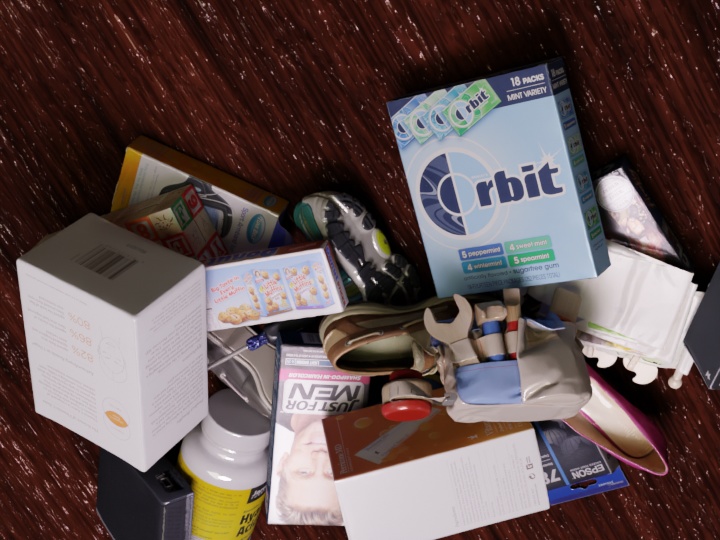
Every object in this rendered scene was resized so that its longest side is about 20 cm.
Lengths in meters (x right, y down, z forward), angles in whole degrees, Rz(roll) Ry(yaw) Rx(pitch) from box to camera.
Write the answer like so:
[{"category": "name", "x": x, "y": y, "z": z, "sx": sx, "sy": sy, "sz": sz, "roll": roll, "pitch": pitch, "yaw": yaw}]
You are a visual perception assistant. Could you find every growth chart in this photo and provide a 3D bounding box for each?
[{"category": "growth chart", "x": 0.246, "y": 0.030, "z": 1.218, "sx": 0.200, "sy": 0.018, "sz": 0.145, "roll": 26, "pitch": 123, "yaw": 3}]

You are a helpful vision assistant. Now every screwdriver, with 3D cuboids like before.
[{"category": "screwdriver", "x": -0.136, "y": 0.090, "z": 1.347, "sx": 0.200, "sy": 0.029, "sz": 0.028, "roll": -28, "pitch": 86, "yaw": -12}]

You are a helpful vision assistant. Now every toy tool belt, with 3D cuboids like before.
[{"category": "toy tool belt", "x": 0.115, "y": 0.075, "z": 1.168, "sx": 0.200, "sy": 0.123, "sz": 0.125, "roll": -1, "pitch": 158, "yaw": -7}]

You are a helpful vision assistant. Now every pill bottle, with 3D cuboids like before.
[{"category": "pill bottle", "x": -0.160, "y": 0.236, "z": 1.447, "sx": 0.111, "sy": 0.111, "sz": 0.200, "roll": 22, "pitch": 123, "yaw": 5}]

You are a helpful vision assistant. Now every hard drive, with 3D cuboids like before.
[{"category": "hard drive", "x": -0.255, "y": 0.270, "z": 1.455, "sx": 0.200, "sy": 0.042, "sz": 0.135, "roll": 29, "pitch": 118, "yaw": 52}]

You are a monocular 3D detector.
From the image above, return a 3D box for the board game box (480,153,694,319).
[{"category": "board game box", "x": 0.207, "y": -0.011, "z": 1.240, "sx": 0.200, "sy": 0.035, "sz": 0.136, "roll": -28, "pitch": 106, "yaw": 28}]

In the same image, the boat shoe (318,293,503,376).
[{"category": "boat shoe", "x": 0.060, "y": 0.074, "z": 1.244, "sx": 0.200, "sy": 0.074, "sz": 0.076, "roll": -5, "pitch": 127, "yaw": -1}]

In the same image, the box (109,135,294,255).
[{"category": "box", "x": -0.166, "y": -0.050, "z": 1.337, "sx": 0.200, "sy": 0.041, "sz": 0.119, "roll": 24, "pitch": 122, "yaw": 1}]

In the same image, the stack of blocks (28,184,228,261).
[{"category": "stack of blocks", "x": -0.244, "y": -0.003, "z": 1.330, "sx": 0.200, "sy": 0.059, "sz": 0.115, "roll": -16, "pitch": 112, "yaw": 25}]

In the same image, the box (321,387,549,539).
[{"category": "box", "x": 0.072, "y": 0.193, "z": 1.258, "sx": 0.200, "sy": 0.124, "sz": 0.098, "roll": -15, "pitch": 114, "yaw": -2}]

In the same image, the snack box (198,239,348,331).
[{"category": "snack box", "x": -0.116, "y": 0.019, "z": 1.253, "sx": 0.200, "sy": 0.024, "sz": 0.072, "roll": -9, "pitch": 114, "yaw": 20}]

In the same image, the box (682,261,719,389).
[{"category": "box", "x": 0.402, "y": 0.016, "z": 1.140, "sx": 0.141, "sy": 0.079, "sz": 0.200, "roll": 6, "pitch": 123, "yaw": -17}]

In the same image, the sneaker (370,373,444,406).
[{"category": "sneaker", "x": 0.022, "y": 0.190, "z": 1.384, "sx": 0.066, "sy": 0.078, "sz": 0.200, "roll": 41, "pitch": 123, "yaw": -9}]

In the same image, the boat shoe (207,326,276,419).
[{"category": "boat shoe", "x": -0.123, "y": 0.108, "z": 1.400, "sx": 0.200, "sy": 0.067, "sz": 0.057, "roll": 47, "pitch": 144, "yaw": -5}]

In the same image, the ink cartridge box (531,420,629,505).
[{"category": "ink cartridge box", "x": 0.202, "y": 0.174, "z": 1.340, "sx": 0.099, "sy": 0.039, "sz": 0.200, "roll": -22, "pitch": 110, "yaw": 26}]

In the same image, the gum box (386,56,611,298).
[{"category": "gum box", "x": 0.130, "y": -0.083, "z": 1.181, "sx": 0.170, "sy": 0.045, "sz": 0.200, "roll": -9, "pitch": 103, "yaw": 33}]

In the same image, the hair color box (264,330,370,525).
[{"category": "hair color box", "x": -0.046, "y": 0.169, "z": 1.342, "sx": 0.100, "sy": 0.061, "sz": 0.200, "roll": 3, "pitch": 103, "yaw": -8}]

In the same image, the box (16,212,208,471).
[{"category": "box", "x": -0.242, "y": 0.070, "z": 1.247, "sx": 0.152, "sy": 0.106, "sz": 0.200, "roll": 24, "pitch": 131, "yaw": 23}]

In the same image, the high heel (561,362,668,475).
[{"category": "high heel", "x": 0.221, "y": 0.137, "z": 1.239, "sx": 0.200, "sy": 0.096, "sz": 0.067, "roll": 36, "pitch": 102, "yaw": -24}]

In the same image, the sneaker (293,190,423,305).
[{"category": "sneaker", "x": 0.000, "y": 0.000, "z": 1.303, "sx": 0.080, "sy": 0.078, "sz": 0.200, "roll": 0, "pitch": 127, "yaw": 51}]
